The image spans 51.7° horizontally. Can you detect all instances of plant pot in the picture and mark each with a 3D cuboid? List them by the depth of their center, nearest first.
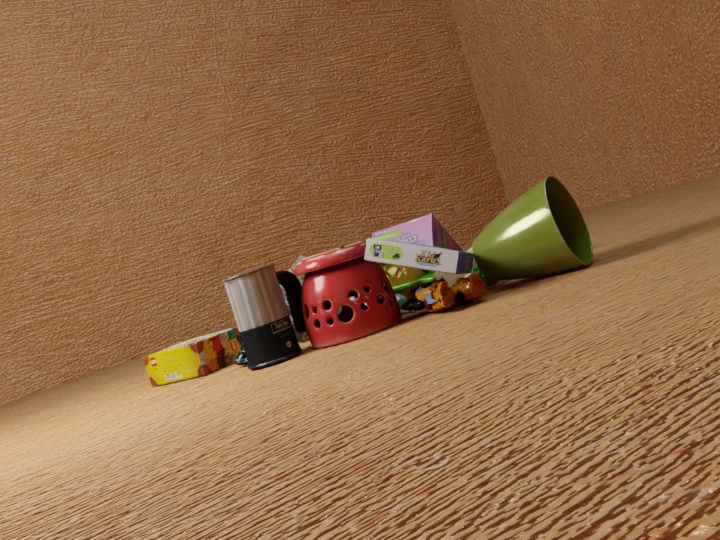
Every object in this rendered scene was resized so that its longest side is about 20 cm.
[{"bbox_3d":[0.332,-0.059,1.494,0.199,0.189,0.187,-27,-4,32],"label":"plant pot"},{"bbox_3d":[-0.030,0.044,1.533,0.198,0.185,0.200,-15,2,0],"label":"plant pot"}]

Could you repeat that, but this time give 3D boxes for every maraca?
[{"bbox_3d":[0.111,0.028,1.816,0.197,0.108,0.137,-14,12,8],"label":"maraca"}]

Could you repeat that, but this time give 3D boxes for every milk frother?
[{"bbox_3d":[-0.223,0.099,1.553,0.198,0.191,0.180,-16,1,26],"label":"milk frother"}]

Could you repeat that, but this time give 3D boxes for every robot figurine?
[{"bbox_3d":[0.163,0.046,1.486,0.143,0.059,0.200,-14,1,-20],"label":"robot figurine"}]

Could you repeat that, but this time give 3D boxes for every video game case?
[{"bbox_3d":[0.121,-0.028,1.467,0.179,0.046,0.200,10,3,16],"label":"video game case"}]

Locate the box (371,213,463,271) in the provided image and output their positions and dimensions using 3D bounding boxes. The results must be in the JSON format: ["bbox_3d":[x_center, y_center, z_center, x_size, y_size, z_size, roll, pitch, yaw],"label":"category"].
[{"bbox_3d":[0.150,-0.034,1.915,0.174,0.098,0.200,-17,-34,27],"label":"box"}]

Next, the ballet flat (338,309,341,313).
[{"bbox_3d":[-0.047,0.101,1.843,0.061,0.068,0.200,-7,2,0],"label":"ballet flat"}]

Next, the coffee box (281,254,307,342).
[{"bbox_3d":[-0.141,0.064,1.769,0.112,0.080,0.200,23,39,9],"label":"coffee box"}]

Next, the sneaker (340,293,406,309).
[{"bbox_3d":[0.008,0.043,1.689,0.199,0.141,0.077,-18,8,44],"label":"sneaker"}]

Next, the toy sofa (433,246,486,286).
[{"bbox_3d":[0.252,0.008,1.732,0.083,0.098,0.200,-41,-7,23],"label":"toy sofa"}]

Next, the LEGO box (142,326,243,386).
[{"bbox_3d":[-0.393,0.205,1.770,0.198,0.078,0.148,-16,2,35],"label":"LEGO box"}]

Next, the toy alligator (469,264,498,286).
[{"bbox_3d":[0.261,0.007,1.593,0.054,0.060,0.200,-15,16,36],"label":"toy alligator"}]
